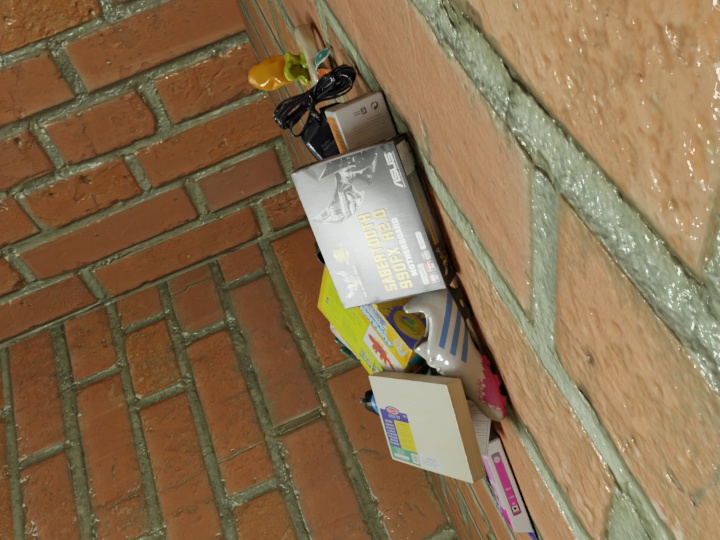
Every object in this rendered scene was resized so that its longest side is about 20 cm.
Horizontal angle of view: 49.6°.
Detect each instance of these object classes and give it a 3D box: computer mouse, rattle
[{"bbox_3d":[-0.026,-0.195,1.165,0.201,0.138,0.053,56,-177,-22],"label":"computer mouse"},{"bbox_3d":[-0.117,-0.344,1.340,0.201,0.142,0.131,-109,18,-53],"label":"rattle"}]

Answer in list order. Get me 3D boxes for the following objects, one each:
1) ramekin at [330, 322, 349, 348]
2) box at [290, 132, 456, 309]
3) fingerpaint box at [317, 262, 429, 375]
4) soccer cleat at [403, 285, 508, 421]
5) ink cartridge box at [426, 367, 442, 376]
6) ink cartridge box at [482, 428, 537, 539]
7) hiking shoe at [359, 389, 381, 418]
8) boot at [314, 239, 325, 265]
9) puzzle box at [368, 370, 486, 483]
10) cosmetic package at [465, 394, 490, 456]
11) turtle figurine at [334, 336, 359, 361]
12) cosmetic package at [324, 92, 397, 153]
[{"bbox_3d":[0.040,0.107,1.344,0.200,0.105,0.200,38,169,8],"label":"ramekin"},{"bbox_3d":[0.017,-0.060,1.009,0.048,0.157,0.201,-45,-62,-57],"label":"box"},{"bbox_3d":[0.027,0.068,1.164,0.200,0.073,0.167,50,153,23],"label":"fingerpaint box"},{"bbox_3d":[0.122,0.116,1.028,0.070,0.086,0.201,146,99,-85],"label":"soccer cleat"},{"bbox_3d":[0.119,0.191,1.169,0.100,0.039,0.202,117,157,-72],"label":"ink cartridge box"},{"bbox_3d":[0.228,0.345,1.247,0.095,0.037,0.201,-135,21,-80],"label":"ink cartridge box"},{"bbox_3d":[0.069,0.216,1.290,0.200,0.086,0.075,43,-126,-65],"label":"hiking shoe"},{"bbox_3d":[0.000,0.000,1.413,0.199,0.075,0.097,29,-163,-2],"label":"boot"},{"bbox_3d":[0.086,0.206,1.063,0.200,0.025,0.134,-5,102,61],"label":"puzzle box"},{"bbox_3d":[0.155,0.225,1.225,0.200,0.050,0.083,-174,90,-84],"label":"cosmetic package"},{"bbox_3d":[0.027,0.077,1.555,0.100,0.201,0.150,32,-175,-1],"label":"turtle figurine"},{"bbox_3d":[0.023,-0.138,1.074,0.101,0.071,0.201,-130,18,-75],"label":"cosmetic package"}]
